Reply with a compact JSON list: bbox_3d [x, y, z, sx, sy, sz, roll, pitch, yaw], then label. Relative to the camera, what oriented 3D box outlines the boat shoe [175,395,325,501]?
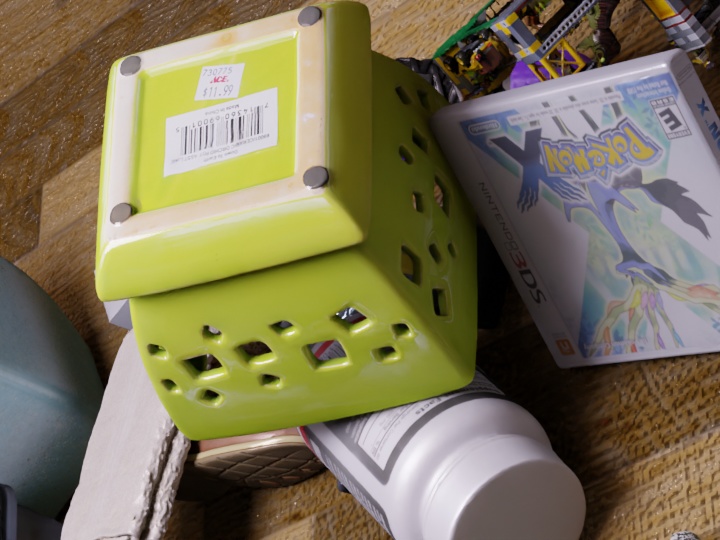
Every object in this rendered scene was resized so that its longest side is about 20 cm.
[{"bbox_3d":[-0.092,0.118,1.645,0.200,0.072,0.068,-17,61,50],"label":"boat shoe"}]

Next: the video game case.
[{"bbox_3d":[0.149,-0.029,1.344,0.199,0.183,0.022,-10,25,49],"label":"video game case"}]

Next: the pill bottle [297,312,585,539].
[{"bbox_3d":[0.048,0.113,1.430,0.114,0.114,0.200,-60,36,9],"label":"pill bottle"}]

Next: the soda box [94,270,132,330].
[{"bbox_3d":[-0.118,-0.038,1.768,0.200,0.068,0.064,-50,39,24],"label":"soda box"}]

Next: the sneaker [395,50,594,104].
[{"bbox_3d":[0.063,-0.110,1.541,0.200,0.099,0.070,-14,61,45],"label":"sneaker"}]

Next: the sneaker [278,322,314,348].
[{"bbox_3d":[-0.032,-0.032,1.626,0.071,0.099,0.201,-7,65,52],"label":"sneaker"}]

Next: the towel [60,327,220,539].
[{"bbox_3d":[-0.155,0.118,1.657,0.132,0.034,0.201,-24,45,55],"label":"towel"}]

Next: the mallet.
[{"bbox_3d":[0.000,0.000,1.519,0.041,0.199,0.066,54,-141,-82],"label":"mallet"}]

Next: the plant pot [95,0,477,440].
[{"bbox_3d":[-0.050,-0.037,1.387,0.199,0.182,0.200,-12,54,18],"label":"plant pot"}]

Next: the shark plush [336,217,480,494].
[{"bbox_3d":[0.015,0.049,1.554,0.083,0.091,0.201,16,78,24],"label":"shark plush"}]

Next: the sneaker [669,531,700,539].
[{"bbox_3d":[0.145,0.226,1.295,0.200,0.077,0.089,-48,27,17],"label":"sneaker"}]

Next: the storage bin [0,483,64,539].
[{"bbox_3d":[-0.245,0.267,1.708,0.145,0.134,0.201,-34,48,37],"label":"storage bin"}]

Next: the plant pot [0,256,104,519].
[{"bbox_3d":[-0.309,0.104,1.822,0.197,0.199,0.196,-52,36,20],"label":"plant pot"}]

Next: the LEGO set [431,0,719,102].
[{"bbox_3d":[0.153,-0.149,1.429,0.200,0.116,0.154,-46,10,-24],"label":"LEGO set"}]
